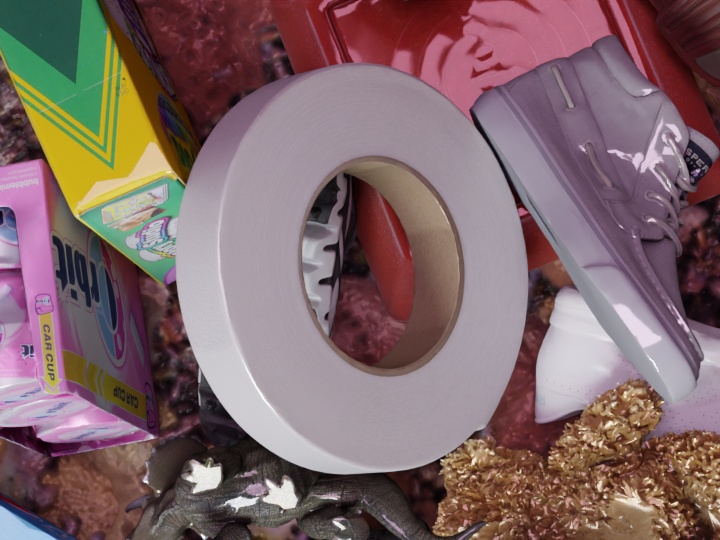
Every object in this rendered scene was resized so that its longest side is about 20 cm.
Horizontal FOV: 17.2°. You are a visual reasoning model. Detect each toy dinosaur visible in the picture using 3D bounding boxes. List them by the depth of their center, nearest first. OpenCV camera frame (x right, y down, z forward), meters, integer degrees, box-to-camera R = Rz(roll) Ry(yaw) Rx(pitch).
[{"bbox_3d":[-0.038,0.108,1.202,0.199,0.102,0.077,-9,105,10],"label":"toy dinosaur"}]

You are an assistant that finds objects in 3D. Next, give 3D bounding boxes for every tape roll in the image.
[{"bbox_3d":[0.000,0.000,1.166,0.037,0.202,0.204,-10,76,49],"label":"tape roll"}]

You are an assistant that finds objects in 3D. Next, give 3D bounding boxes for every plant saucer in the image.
[{"bbox_3d":[0.072,-0.101,1.273,0.199,0.037,0.200,-22,79,3],"label":"plant saucer"}]

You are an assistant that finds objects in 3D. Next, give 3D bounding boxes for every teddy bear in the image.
[{"bbox_3d":[0.138,0.123,1.195,0.200,0.067,0.145,-24,108,28],"label":"teddy bear"}]

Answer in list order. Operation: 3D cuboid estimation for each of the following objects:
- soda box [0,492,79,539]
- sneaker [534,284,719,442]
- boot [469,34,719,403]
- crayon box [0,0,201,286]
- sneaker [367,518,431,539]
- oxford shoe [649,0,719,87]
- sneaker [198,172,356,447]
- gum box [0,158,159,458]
[{"bbox_3d":[-0.168,0.169,1.247,0.200,0.064,0.068,29,86,12],"label":"soda box"},{"bbox_3d":[0.185,0.076,1.219,0.199,0.075,0.089,19,96,16],"label":"sneaker"},{"bbox_3d":[0.138,-0.034,1.180,0.095,0.074,0.200,-30,60,-1],"label":"boot"},{"bbox_3d":[-0.131,-0.094,1.216,0.058,0.200,0.173,-26,78,2],"label":"crayon box"},{"bbox_3d":[-0.003,0.233,1.210,0.114,0.076,0.200,-11,76,8],"label":"sneaker"},{"bbox_3d":[0.162,-0.188,1.253,0.070,0.075,0.200,-32,92,43],"label":"oxford shoe"},{"bbox_3d":[-0.037,0.003,1.255,0.066,0.091,0.201,13,108,10],"label":"sneaker"},{"bbox_3d":[-0.160,0.023,1.200,0.066,0.200,0.114,-10,78,6],"label":"gum box"}]
